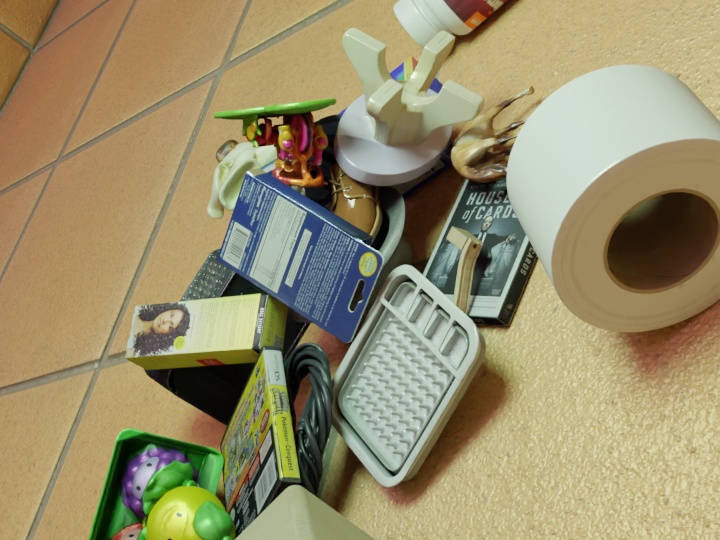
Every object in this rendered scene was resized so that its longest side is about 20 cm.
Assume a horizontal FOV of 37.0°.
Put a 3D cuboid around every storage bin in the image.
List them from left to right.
[{"bbox_3d":[-0.173,0.087,1.419,0.200,0.135,0.094,-58,32,-8],"label":"storage bin"}]

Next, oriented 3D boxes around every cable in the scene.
[{"bbox_3d":[-0.073,0.180,1.213,0.163,0.051,0.201,167,113,-72],"label":"cable"}]

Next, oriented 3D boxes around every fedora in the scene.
[{"bbox_3d":[0.000,0.000,1.323,0.200,0.090,0.177,-54,33,-15],"label":"fedora"}]

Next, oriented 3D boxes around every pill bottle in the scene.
[{"bbox_3d":[0.149,-0.400,1.501,0.200,0.109,0.110,-39,35,22],"label":"pill bottle"}]

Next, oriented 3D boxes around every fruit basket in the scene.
[{"bbox_3d":[-0.233,0.298,1.264,0.216,0.155,0.216,-164,90,-76],"label":"fruit basket"}]

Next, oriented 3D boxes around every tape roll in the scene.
[{"bbox_3d":[0.246,-0.064,0.969,0.203,0.203,0.139,-41,33,18],"label":"tape roll"}]

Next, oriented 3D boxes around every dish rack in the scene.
[{"bbox_3d":[0.051,0.113,1.148,0.172,0.043,0.200,44,110,47],"label":"dish rack"}]

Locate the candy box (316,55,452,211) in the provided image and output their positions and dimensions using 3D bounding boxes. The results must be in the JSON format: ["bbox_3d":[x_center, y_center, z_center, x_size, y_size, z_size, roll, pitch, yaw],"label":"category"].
[{"bbox_3d":[0.024,-0.166,1.466,0.200,0.077,0.169,-33,38,28],"label":"candy box"}]

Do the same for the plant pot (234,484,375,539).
[{"bbox_3d":[-0.051,0.324,1.001,0.200,0.200,0.177,-46,21,10],"label":"plant pot"}]

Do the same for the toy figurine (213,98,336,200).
[{"bbox_3d":[-0.082,-0.109,1.300,0.200,0.150,0.185,10,109,63],"label":"toy figurine"}]

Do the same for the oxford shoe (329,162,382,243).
[{"bbox_3d":[-0.015,-0.087,1.289,0.071,0.071,0.200,-22,40,30],"label":"oxford shoe"}]

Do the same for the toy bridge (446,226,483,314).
[{"bbox_3d":[0.081,0.054,1.191,0.067,0.027,0.200,41,108,49],"label":"toy bridge"}]

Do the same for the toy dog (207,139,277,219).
[{"bbox_3d":[-0.158,-0.146,1.616,0.200,0.139,0.195,14,86,66],"label":"toy dog"}]

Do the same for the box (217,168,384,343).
[{"bbox_3d":[-0.065,-0.016,1.225,0.200,0.032,0.121,33,116,22],"label":"box"}]

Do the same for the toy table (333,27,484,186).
[{"bbox_3d":[0.051,-0.201,1.286,0.117,0.183,0.200,109,-175,-46],"label":"toy table"}]

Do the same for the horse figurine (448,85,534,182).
[{"bbox_3d":[0.153,-0.151,1.278,0.132,0.050,0.200,-27,24,21],"label":"horse figurine"}]

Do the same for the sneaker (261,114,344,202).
[{"bbox_3d":[-0.064,-0.128,1.415,0.200,0.074,0.082,-38,40,37],"label":"sneaker"}]

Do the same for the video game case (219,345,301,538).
[{"bbox_3d":[-0.118,0.218,1.228,0.181,0.025,0.200,-103,29,-42],"label":"video game case"}]

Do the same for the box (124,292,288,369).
[{"bbox_3d":[-0.187,0.075,1.301,0.199,0.050,0.076,-7,63,26],"label":"box"}]

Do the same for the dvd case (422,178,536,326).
[{"bbox_3d":[0.146,-0.032,1.231,0.150,0.025,0.200,1,61,52],"label":"dvd case"}]
